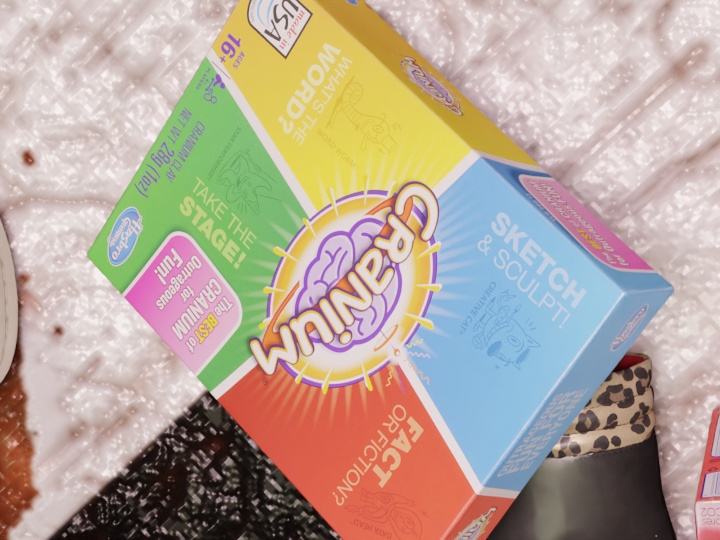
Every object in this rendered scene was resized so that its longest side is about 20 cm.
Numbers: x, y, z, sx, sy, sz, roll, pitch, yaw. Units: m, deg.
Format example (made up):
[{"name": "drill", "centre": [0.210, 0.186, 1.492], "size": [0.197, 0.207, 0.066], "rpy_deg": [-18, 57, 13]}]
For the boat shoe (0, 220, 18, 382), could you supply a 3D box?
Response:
[{"name": "boat shoe", "centre": [-0.210, -0.036, 0.847], "size": [0.063, 0.073, 0.200], "rpy_deg": [3, 122, 60]}]

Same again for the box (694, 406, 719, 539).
[{"name": "box", "centre": [0.230, 0.106, 0.741], "size": [0.199, 0.103, 0.095], "rpy_deg": [-3, 107, 15]}]

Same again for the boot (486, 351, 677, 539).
[{"name": "boot", "centre": [0.042, 0.113, 0.810], "size": [0.200, 0.073, 0.151], "rpy_deg": [-5, 102, 24]}]

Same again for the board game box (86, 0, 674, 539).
[{"name": "board game box", "centre": [0.000, 0.000, 0.758], "size": [0.200, 0.040, 0.153], "rpy_deg": [45, 115, 25]}]
